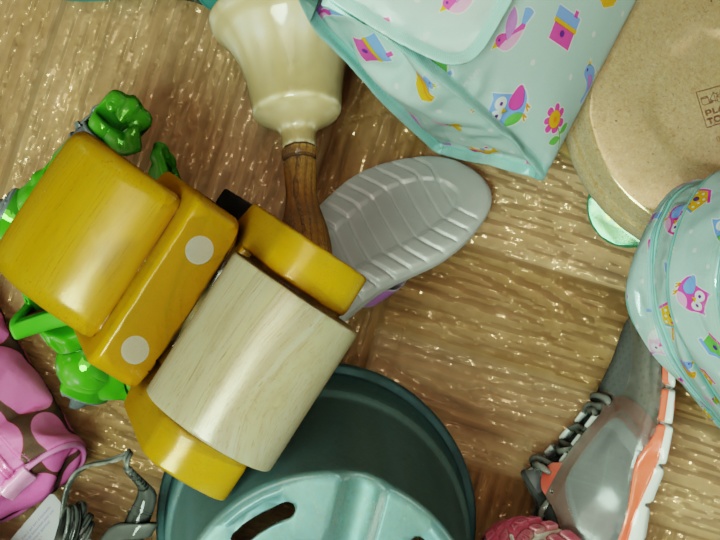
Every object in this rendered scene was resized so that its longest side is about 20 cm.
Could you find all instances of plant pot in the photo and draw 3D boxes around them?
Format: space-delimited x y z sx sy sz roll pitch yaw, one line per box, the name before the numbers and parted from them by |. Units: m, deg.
plant pot | -0.021 0.162 0.672 0.198 0.196 0.203 0 93 -4

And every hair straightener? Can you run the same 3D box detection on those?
hair straightener | -0.178 0.189 0.718 0.076 0.041 0.202 26 97 18

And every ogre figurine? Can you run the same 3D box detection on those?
ogre figurine | -0.151 0.003 0.761 0.119 0.098 0.201 -18 126 4

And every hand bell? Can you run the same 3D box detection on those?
hand bell | -0.035 -0.063 0.753 0.103 0.104 0.202 -6 73 1

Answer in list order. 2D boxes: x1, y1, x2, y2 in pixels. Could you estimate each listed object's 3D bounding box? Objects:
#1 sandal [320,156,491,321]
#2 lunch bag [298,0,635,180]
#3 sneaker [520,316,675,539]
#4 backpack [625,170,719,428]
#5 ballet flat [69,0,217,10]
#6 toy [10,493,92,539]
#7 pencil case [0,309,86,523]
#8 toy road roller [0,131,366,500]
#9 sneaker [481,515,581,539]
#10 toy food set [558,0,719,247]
sandal | -0.005 -0.005 0.785 0.202 0.050 0.083 -35 67 -21
lunch bag | 0.063 -0.176 0.727 0.121 0.200 0.171 21 78 46
sneaker | 0.140 0.116 0.755 0.081 0.077 0.202 12 82 10
backpack | 0.246 0.030 0.703 0.200 0.126 0.168 41 61 -33
ballet flat | -0.111 -0.208 0.812 0.198 0.072 0.073 6 82 1
toy | -0.152 0.247 0.753 0.115 0.047 0.200 -46 73 5
pencil case | -0.248 0.054 0.762 0.090 0.094 0.201 -33 84 -17
toy road roller | -0.100 0.009 0.625 0.145 0.200 0.124 33 90 -23
sneaker | 0.120 0.235 0.699 0.080 0.075 0.201 -18 73 -36
toy food set | 0.221 -0.098 0.794 0.199 0.049 0.199 -30 83 -3
